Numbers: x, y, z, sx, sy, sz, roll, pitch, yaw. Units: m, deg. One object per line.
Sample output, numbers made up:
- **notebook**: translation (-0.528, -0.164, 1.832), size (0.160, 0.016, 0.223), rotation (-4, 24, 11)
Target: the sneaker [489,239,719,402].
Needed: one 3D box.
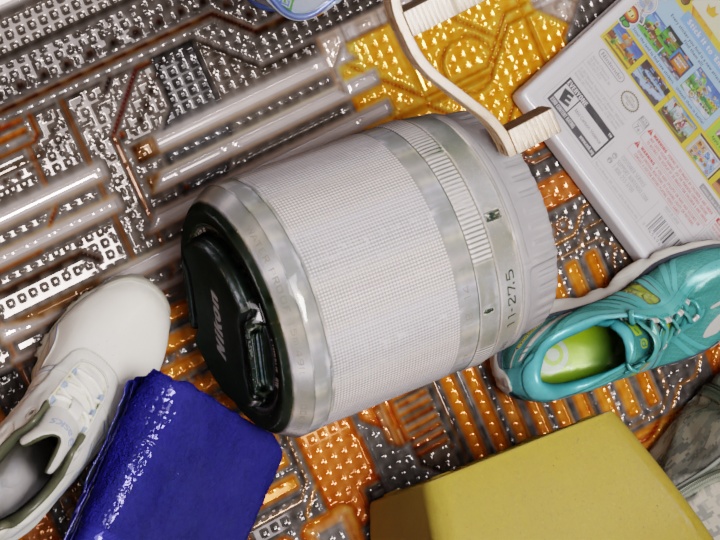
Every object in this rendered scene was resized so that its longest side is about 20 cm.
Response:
- **sneaker**: translation (0.183, 0.042, 1.440), size (0.199, 0.080, 0.078), rotation (-23, 102, -9)

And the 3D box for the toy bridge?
- **toy bridge**: translation (0.049, -0.157, 1.277), size (0.067, 0.027, 0.201), rotation (-27, 106, -9)

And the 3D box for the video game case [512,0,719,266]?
- **video game case**: translation (0.226, -0.098, 1.500), size (0.182, 0.023, 0.200), rotation (-42, 102, -15)

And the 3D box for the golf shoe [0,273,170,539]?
- **golf shoe**: translation (-0.173, 0.088, 1.315), size (0.078, 0.097, 0.201), rotation (38, 76, -13)

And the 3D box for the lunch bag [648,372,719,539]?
- **lunch bag**: translation (0.282, 0.170, 1.463), size (0.167, 0.139, 0.200), rotation (-40, 102, 1)

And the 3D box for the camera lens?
- **camera lens**: translation (0.000, 0.000, 1.341), size (0.199, 0.160, 0.161), rotation (-21, 96, -22)

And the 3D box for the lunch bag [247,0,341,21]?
- **lunch bag**: translation (-0.023, -0.260, 1.289), size (0.200, 0.076, 0.160), rotation (-45, 112, -5)

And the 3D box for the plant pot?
- **plant pot**: translation (0.111, 0.198, 1.374), size (0.198, 0.200, 0.178), rotation (-18, 85, -19)

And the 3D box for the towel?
- **towel**: translation (-0.132, 0.170, 1.332), size (0.148, 0.049, 0.201), rotation (39, 74, -54)
